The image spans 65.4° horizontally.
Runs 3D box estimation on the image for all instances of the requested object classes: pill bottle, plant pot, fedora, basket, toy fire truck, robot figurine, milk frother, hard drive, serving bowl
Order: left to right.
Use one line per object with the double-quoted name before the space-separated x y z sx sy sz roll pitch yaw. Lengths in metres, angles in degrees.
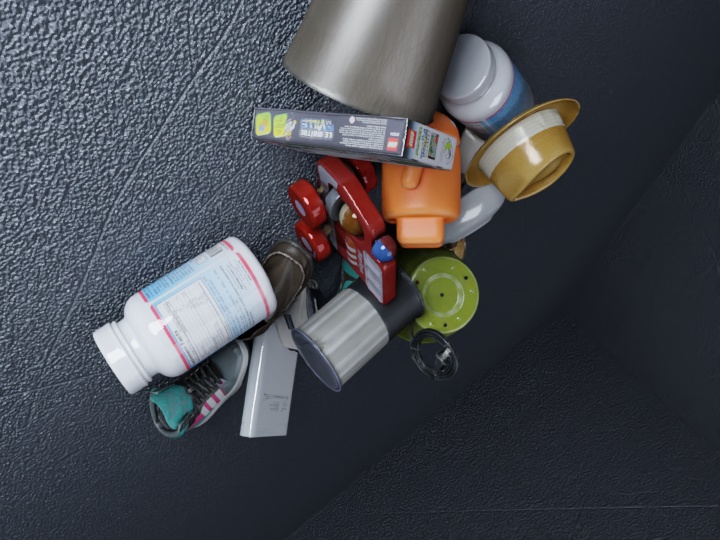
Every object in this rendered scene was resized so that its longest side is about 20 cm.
"pill bottle" -0.209 0.055 0.680 0.198 0.109 0.110 -34 155 -21
"hard drive" -0.146 0.170 0.936 0.132 0.026 0.205 37 58 -67
"toy fire truck" -0.006 -0.057 0.767 0.111 0.168 0.201 -35 155 -17
"milk frother" 0.029 0.122 0.873 0.187 0.199 0.182 -39 144 -21
"basket" 0.036 -0.269 0.539 0.177 0.137 0.203 7 124 -28
"robot figurine" 0.086 -0.136 0.790 0.142 0.205 0.115 6 173 -43
"plant pot" 0.133 0.043 1.034 0.200 0.201 0.193 -42 -177 -4
"serving bowl" 0.188 -0.101 1.031 0.198 0.067 0.200 -32 -178 1
"pill bottle" 0.177 -0.259 0.807 0.109 0.109 0.199 -51 155 18
"fedora" 0.258 -0.169 0.853 0.197 0.083 0.201 -24 162 -8

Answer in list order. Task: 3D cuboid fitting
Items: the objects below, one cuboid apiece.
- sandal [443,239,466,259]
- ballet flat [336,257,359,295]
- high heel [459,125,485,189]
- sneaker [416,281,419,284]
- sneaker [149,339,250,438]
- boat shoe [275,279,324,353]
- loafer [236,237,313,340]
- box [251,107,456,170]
"sandal" 0.208 -0.049 1.234 0.199 0.053 0.082 4 96 -63
"ballet flat" 0.000 0.000 1.020 0.073 0.074 0.202 -25 152 -36
"high heel" 0.194 -0.211 1.005 0.201 0.071 0.143 -53 180 -9
"sneaker" 0.104 0.036 1.200 0.198 0.087 0.074 -33 155 -25
"sneaker" -0.262 0.187 0.871 0.201 0.084 0.120 -52 165 21
"boat shoe" -0.104 0.035 0.905 0.094 0.073 0.203 -69 162 -45
"loafer" -0.129 0.039 0.803 0.201 0.072 0.072 -56 -175 38
"box" -0.009 -0.141 0.599 0.109 0.197 0.036 -2 104 -56
